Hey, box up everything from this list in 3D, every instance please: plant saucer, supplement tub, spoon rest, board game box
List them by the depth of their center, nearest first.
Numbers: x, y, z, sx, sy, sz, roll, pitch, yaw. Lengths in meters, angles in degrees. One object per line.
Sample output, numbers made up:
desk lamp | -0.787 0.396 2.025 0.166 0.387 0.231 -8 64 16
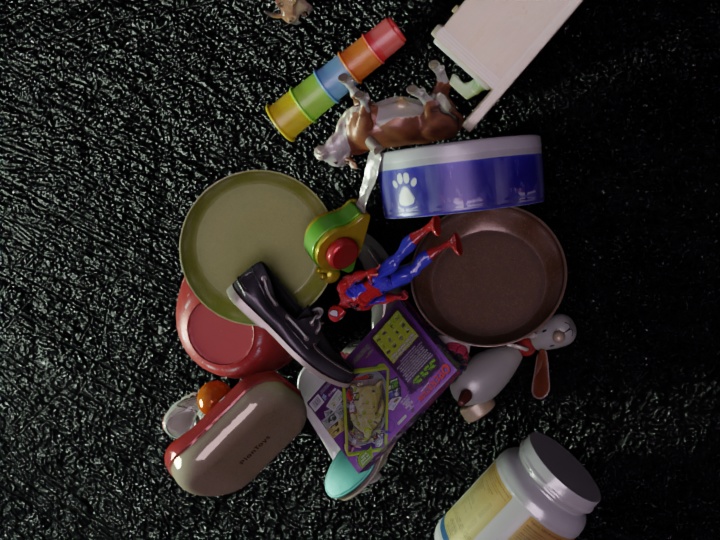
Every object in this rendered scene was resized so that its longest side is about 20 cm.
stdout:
plant saucer | -0.130 -0.030 1.137 0.198 0.031 0.202 -2 106 -9
board game box | 0.028 0.149 1.146 0.200 0.032 0.120 -49 62 21
plant saucer | 0.164 0.009 1.148 0.198 0.037 0.202 -5 63 10
supplement tub | 0.210 0.332 1.200 0.144 0.145 0.200 39 107 0
spoon rest | -0.026 0.218 1.259 0.099 0.061 0.202 -16 101 24

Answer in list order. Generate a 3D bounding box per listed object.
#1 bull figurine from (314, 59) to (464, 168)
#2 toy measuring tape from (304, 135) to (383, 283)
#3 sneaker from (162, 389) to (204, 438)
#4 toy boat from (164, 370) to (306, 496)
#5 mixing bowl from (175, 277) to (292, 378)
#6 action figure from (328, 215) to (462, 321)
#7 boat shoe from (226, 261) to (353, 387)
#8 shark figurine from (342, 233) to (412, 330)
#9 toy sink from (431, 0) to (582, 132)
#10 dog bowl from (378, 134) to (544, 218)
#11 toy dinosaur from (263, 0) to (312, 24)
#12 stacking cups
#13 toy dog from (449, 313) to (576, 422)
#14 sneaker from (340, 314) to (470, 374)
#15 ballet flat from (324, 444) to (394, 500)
bull figurine | 0.031 -0.194 1.139 0.198 0.066 0.122 -11 144 5
toy measuring tape | -0.026 -0.066 1.075 0.073 0.074 0.201 19 124 5
sneaker | -0.192 0.219 1.281 0.198 0.082 0.079 -1 103 11
toy boat | -0.179 0.201 1.197 0.200 0.131 0.131 -43 51 0
mixing bowl | -0.175 0.068 1.230 0.198 0.108 0.202 2 104 9
action figure | 0.032 0.009 1.103 0.199 0.052 0.065 -34 127 31
boat shoe | -0.075 0.069 1.120 0.200 0.073 0.063 41 96 -11
shark figurine | -0.003 -0.022 1.181 0.128 0.090 0.215 -44 76 -1
toy sink | 0.158 -0.283 1.074 0.112 0.130 0.200 41 108 -1
dog bowl | 0.121 -0.112 1.079 0.198 0.200 0.080 -6 95 12
toy dinosaur | -0.109 -0.422 1.118 0.135 0.086 0.201 -29 91 22
stacking cups | -0.032 -0.253 1.158 0.199 0.061 0.061 -38 94 12
toy dog | 0.187 0.126 1.181 0.131 0.096 0.201 36 107 0
sneaker | 0.063 0.107 1.208 0.198 0.075 0.081 -10 136 33
ballet flat | 0.025 0.232 1.199 0.067 0.062 0.201 46 112 37
